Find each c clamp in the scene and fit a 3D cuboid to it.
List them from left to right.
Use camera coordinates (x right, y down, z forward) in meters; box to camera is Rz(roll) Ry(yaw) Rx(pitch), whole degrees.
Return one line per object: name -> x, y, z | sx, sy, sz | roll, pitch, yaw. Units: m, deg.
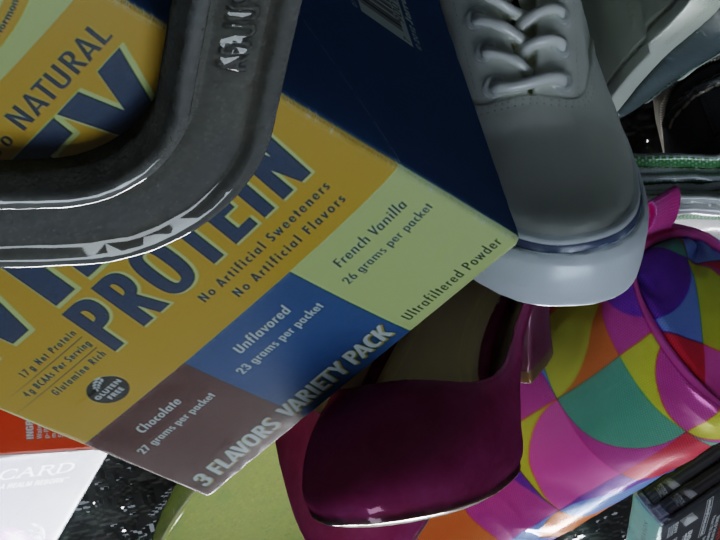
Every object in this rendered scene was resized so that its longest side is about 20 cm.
c clamp -> -0.091, -0.054, 0.483 | 0.170, 0.027, 0.201 | 3, 133, -22

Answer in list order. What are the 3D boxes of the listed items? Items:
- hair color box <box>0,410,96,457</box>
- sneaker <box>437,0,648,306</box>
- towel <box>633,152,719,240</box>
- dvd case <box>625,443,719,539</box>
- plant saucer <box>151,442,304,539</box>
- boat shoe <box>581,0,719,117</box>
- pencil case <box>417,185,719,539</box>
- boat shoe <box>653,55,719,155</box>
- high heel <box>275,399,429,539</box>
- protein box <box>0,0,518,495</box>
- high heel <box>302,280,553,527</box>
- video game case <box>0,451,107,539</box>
hair color box -> -0.137, 0.035, 0.803 | 0.199, 0.064, 0.111 | -4, -178, -15
sneaker -> 0.042, -0.069, 0.682 | 0.073, 0.200, 0.071 | -7, 129, -9
towel -> 0.130, 0.025, 0.861 | 0.148, 0.031, 0.201 | 1, 144, 3
dvd case -> 0.187, 0.080, 0.895 | 0.199, 0.022, 0.146 | -31, 150, -17
plant saucer -> -0.010, 0.095, 0.941 | 0.199, 0.031, 0.201 | -24, 145, -18
boat shoe -> 0.108, -0.090, 0.714 | 0.061, 0.073, 0.200 | -1, 173, -10
pencil case -> 0.071, 0.053, 0.816 | 0.088, 0.089, 0.200 | 17, 141, -32
boat shoe -> 0.165, -0.009, 0.886 | 0.072, 0.063, 0.200 | -21, 139, 7
high heel -> 0.000, 0.000, 0.746 | 0.067, 0.201, 0.096 | 2, 147, 13
protein box -> -0.087, -0.077, 0.629 | 0.200, 0.199, 0.135 | 28, 123, -38
high heel -> 0.020, 0.007, 0.669 | 0.067, 0.200, 0.097 | -3, 105, 14
video game case -> -0.204, 0.133, 0.938 | 0.142, 0.019, 0.200 | -3, 141, -35
